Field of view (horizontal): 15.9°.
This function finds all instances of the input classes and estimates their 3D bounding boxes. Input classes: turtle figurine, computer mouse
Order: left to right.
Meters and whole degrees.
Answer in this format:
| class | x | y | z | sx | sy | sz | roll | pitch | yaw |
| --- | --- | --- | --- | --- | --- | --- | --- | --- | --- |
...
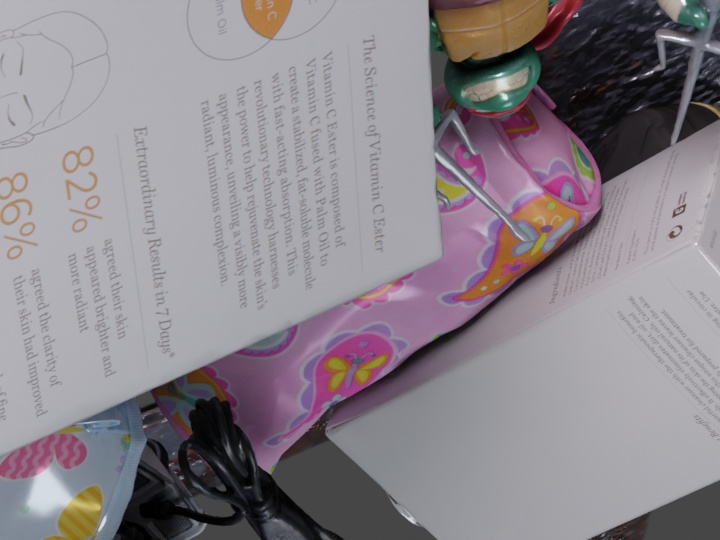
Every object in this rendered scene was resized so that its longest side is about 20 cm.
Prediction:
| class | x | y | z | sx | sy | sz | roll | pitch | yaw |
| --- | --- | --- | --- | --- | --- | --- | --- | --- | --- |
| computer mouse | -0.096 | 0.075 | 1.021 | 0.110 | 0.200 | 0.044 | 46 | 61 | -43 |
| turtle figurine | 0.045 | -0.099 | 0.874 | 0.150 | 0.101 | 0.200 | -36 | 140 | -16 |

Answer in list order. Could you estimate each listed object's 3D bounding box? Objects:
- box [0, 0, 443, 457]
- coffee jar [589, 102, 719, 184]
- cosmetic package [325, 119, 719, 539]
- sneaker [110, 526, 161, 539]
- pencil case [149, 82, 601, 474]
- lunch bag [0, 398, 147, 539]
| class | x | y | z | sx | sy | sz | roll | pitch | yaw |
| --- | --- | --- | --- | --- | --- | --- | --- | --- | --- |
| box | -0.087 | -0.051 | 0.747 | 0.200 | 0.106 | 0.153 | -24 | 131 | -25 |
| coffee jar | 0.180 | -0.024 | 1.141 | 0.200 | 0.085 | 0.104 | -3 | 149 | -41 |
| cosmetic package | 0.097 | 0.037 | 1.045 | 0.200 | 0.085 | 0.108 | -27 | 117 | 37 |
| sneaker | -0.109 | 0.147 | 1.008 | 0.066 | 0.091 | 0.200 | 27 | 164 | -31 |
| pencil case | 0.000 | 0.000 | 1.028 | 0.200 | 0.088 | 0.087 | -39 | 151 | 23 |
| lunch bag | -0.197 | 0.082 | 0.943 | 0.169 | 0.127 | 0.200 | 1 | 153 | -44 |
